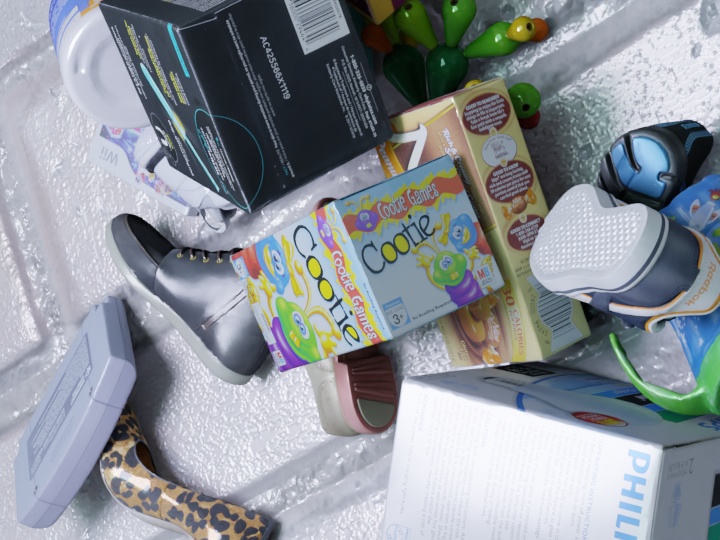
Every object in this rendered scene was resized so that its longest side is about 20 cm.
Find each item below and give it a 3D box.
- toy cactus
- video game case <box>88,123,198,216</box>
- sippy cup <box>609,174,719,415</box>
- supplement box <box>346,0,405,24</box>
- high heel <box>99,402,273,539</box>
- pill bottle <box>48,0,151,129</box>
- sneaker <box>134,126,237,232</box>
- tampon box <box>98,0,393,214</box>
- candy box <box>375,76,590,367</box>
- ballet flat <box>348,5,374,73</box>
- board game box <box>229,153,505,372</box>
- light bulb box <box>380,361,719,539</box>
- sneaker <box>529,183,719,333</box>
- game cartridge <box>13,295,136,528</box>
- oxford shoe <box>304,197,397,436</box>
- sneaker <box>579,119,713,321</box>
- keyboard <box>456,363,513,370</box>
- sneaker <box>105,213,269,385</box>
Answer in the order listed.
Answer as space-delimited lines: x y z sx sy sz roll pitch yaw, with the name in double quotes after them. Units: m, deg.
0.067 -0.146 1.220 0.200 0.102 0.166 31 125 30 "toy cactus"
-0.173 -0.169 1.424 0.143 0.018 0.201 28 105 33 "video game case"
0.260 0.010 1.044 0.131 0.177 0.140 57 148 35 "sippy cup"
0.031 -0.308 1.173 0.200 0.103 0.131 -44 59 -12 "supplement box"
-0.158 0.186 1.395 0.142 0.071 0.201 -22 61 10 "high heel"
-0.212 -0.209 1.334 0.112 0.112 0.200 -61 27 18 "pill bottle"
-0.102 -0.128 1.333 0.115 0.075 0.200 49 115 11 "sneaker"
-0.090 -0.153 1.168 0.200 0.126 0.150 30 145 61 "tampon box"
0.086 -0.032 1.142 0.115 0.055 0.201 -11 100 57 "candy box"
-0.021 -0.237 1.289 0.067 0.068 0.201 9 93 58 "ballet flat"
0.000 0.000 1.142 0.200 0.105 0.103 -23 90 63 "board game box"
0.154 0.147 1.069 0.199 0.198 0.125 12 98 34 "light bulb box"
0.173 -0.004 1.009 0.079 0.200 0.079 29 93 -13 "sneaker"
-0.267 0.137 1.437 0.200 0.040 0.134 -58 23 20 "game cartridge"
-0.026 0.041 1.283 0.074 0.071 0.201 -18 75 45 "oxford shoe"
0.191 -0.031 1.130 0.073 0.082 0.200 50 135 15 "sneaker"
0.100 0.020 1.229 0.056 0.011 0.201 -1 88 41 "keyboard"
-0.136 -0.004 1.367 0.200 0.075 0.106 45 109 18 "sneaker"
